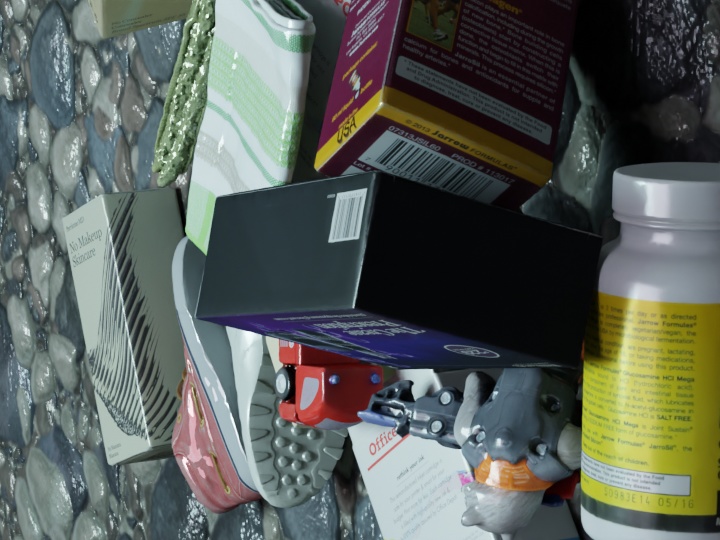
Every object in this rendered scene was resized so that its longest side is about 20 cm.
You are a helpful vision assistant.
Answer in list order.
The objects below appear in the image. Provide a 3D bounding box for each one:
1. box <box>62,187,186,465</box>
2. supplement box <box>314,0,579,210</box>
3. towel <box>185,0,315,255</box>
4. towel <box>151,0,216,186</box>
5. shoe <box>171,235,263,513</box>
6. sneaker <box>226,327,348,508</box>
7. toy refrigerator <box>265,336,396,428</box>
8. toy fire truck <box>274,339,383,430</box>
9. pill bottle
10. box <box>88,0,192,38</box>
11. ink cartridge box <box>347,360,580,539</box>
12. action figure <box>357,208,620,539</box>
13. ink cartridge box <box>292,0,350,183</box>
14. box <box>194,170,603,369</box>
[{"bbox_3d":[-0.167,0.043,1.912,0.082,0.068,0.200,-27,73,56],"label":"box"},{"bbox_3d":[0.055,-0.134,1.422,0.086,0.110,0.200,-41,31,52],"label":"supplement box"},{"bbox_3d":[-0.076,-0.088,1.600,0.149,0.031,0.200,-128,44,-60],"label":"towel"},{"bbox_3d":[-0.098,-0.167,1.737,0.148,0.036,0.200,-73,1,-58],"label":"towel"},{"bbox_3d":[-0.109,0.076,1.822,0.091,0.071,0.200,-31,74,49],"label":"shoe"},{"bbox_3d":[-0.058,0.068,1.752,0.080,0.076,0.200,159,111,-63],"label":"sneaker"},{"bbox_3d":[0.015,0.019,1.626,0.200,0.070,0.076,-54,46,45],"label":"toy refrigerator"},{"bbox_3d":[0.000,0.000,1.533,0.141,0.049,0.200,0,90,61],"label":"toy fire truck"},{"bbox_3d":[0.175,0.046,1.335,0.112,0.112,0.200,15,108,56],"label":"pill bottle"},{"bbox_3d":[-0.151,-0.250,1.753,0.200,0.095,0.078,100,153,-69],"label":"box"},{"bbox_3d":[0.064,0.136,1.566,0.115,0.068,0.200,-44,59,50],"label":"ink cartridge box"},{"bbox_3d":[0.078,0.059,1.455,0.200,0.105,0.194,1,78,26],"label":"action figure"},{"bbox_3d":[-0.014,-0.133,1.629,0.145,0.085,0.200,54,138,38],"label":"ink cartridge box"},{"bbox_3d":[0.017,0.004,1.362,0.200,0.141,0.079,-5,74,63],"label":"box"}]
